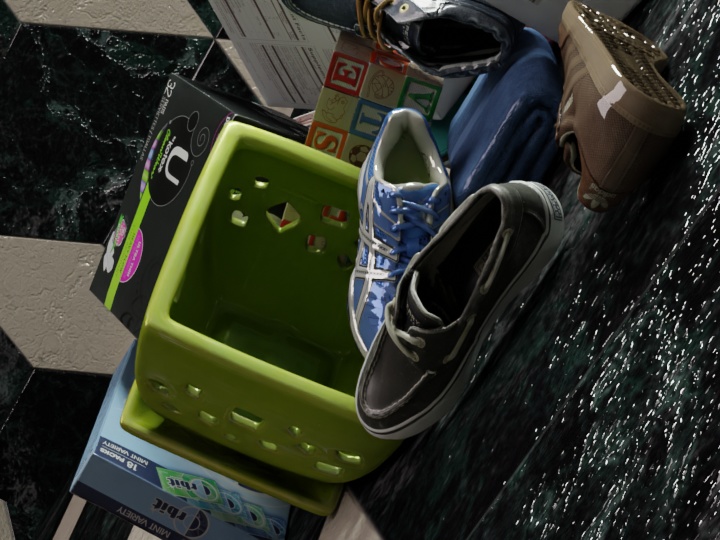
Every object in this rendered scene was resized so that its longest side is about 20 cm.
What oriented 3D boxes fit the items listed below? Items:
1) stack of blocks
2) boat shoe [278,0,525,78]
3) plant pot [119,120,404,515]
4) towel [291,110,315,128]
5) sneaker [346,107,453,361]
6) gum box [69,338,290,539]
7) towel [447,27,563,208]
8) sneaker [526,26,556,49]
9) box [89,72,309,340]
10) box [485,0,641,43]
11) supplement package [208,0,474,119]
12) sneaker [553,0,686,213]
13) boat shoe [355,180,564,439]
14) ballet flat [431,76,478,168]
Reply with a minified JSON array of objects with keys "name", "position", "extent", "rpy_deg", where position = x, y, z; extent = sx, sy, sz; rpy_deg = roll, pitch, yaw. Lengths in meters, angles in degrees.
[{"name":"stack of blocks","position":[0.009,-0.070,1.482],"extent":[0.059,0.114,0.202],"rpy_deg":[-75,3,-63]},{"name":"boat shoe","position":[0.022,-0.189,1.395],"extent":[0.091,0.198,0.071],"rpy_deg":[-63,-27,-52]},{"name":"plant pot","position":[-0.056,0.048,1.397],"extent":[0.182,0.197,0.201],"rpy_deg":[119,173,-51]},{"name":"towel","position":[-0.071,-0.054,1.789],"extent":[0.190,0.032,0.202],"rpy_deg":[-19,-45,-39]},{"name":"sneaker","position":[0.027,-0.017,1.300],"extent":[0.077,0.075,0.202],"rpy_deg":[95,170,-60]},{"name":"gum box","position":[-0.136,0.154,1.583],"extent":[0.045,0.169,0.200],"rpy_deg":[-57,10,23]},{"name":"towel","position":[0.106,-0.103,1.373],"extent":[0.112,0.048,0.200],"rpy_deg":[-59,8,18]},{"name":"sneaker","position":[0.135,-0.249,1.524],"extent":[0.074,0.086,0.201],"rpy_deg":[-55,11,30]},{"name":"box","position":[-0.117,-0.037,1.606],"extent":[0.148,0.123,0.202],"rpy_deg":[34,104,57]},{"name":"box","position":[0.145,-0.281,1.345],"extent":[0.201,0.151,0.106],"rpy_deg":[-67,10,-26]},{"name":"supplement package","position":[0.003,-0.233,1.594],"extent":[0.199,0.151,0.152],"rpy_deg":[8,50,42]},{"name":"sneaker","position":[0.134,-0.098,1.120],"extent":[0.076,0.070,0.200],"rpy_deg":[-60,8,18]},{"name":"boat shoe","position":[0.045,0.024,1.198],"extent":[0.063,0.071,0.201],"rpy_deg":[1,-50,-50]},{"name":"ballet flat","position":[0.079,-0.136,1.619],"extent":[0.069,0.069,0.201],"rpy_deg":[-50,11,53]}]
